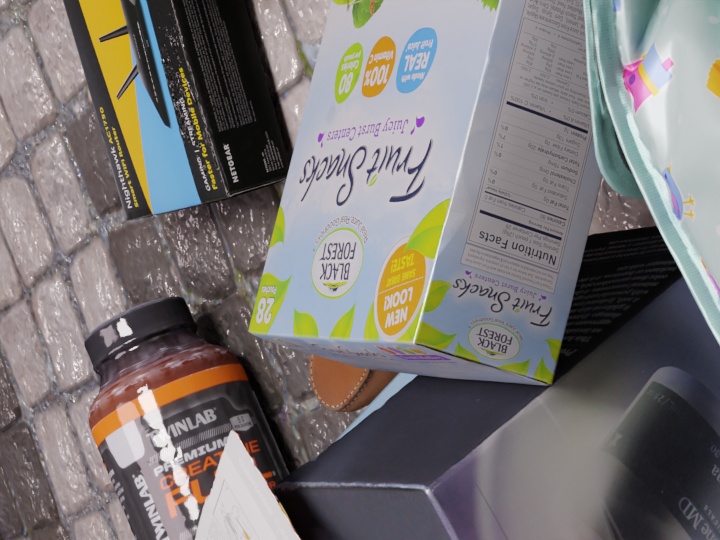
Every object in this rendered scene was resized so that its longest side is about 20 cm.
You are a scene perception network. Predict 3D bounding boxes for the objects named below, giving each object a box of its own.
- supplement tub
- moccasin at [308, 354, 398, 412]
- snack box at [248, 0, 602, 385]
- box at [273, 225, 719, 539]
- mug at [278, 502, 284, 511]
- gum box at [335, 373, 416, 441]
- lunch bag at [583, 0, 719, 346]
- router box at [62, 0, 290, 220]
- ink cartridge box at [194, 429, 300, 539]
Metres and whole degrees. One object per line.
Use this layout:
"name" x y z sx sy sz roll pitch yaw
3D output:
"supplement tub" -0.104 0.121 1.355 0.201 0.106 0.107 65 148 11
"moccasin" 0.001 0.001 1.154 0.074 0.077 0.202 54 145 27
"snack box" 0.035 -0.061 0.869 0.168 0.067 0.202 -2 74 66
"box" 0.107 0.116 0.890 0.123 0.198 0.201 -7 116 59
"mug" 0.046 0.175 1.032 0.153 0.149 0.188 9 116 57
"gum box" 0.067 0.127 1.115 0.170 0.044 0.200 52 146 8
"lunch bag" 0.177 -0.058 0.756 0.201 0.169 0.122 59 139 20
"router box" -0.119 -0.138 1.297 0.149 0.051 0.202 -9 98 60
"ink cartridge box" -0.012 0.162 0.910 0.163 0.050 0.200 57 154 19
